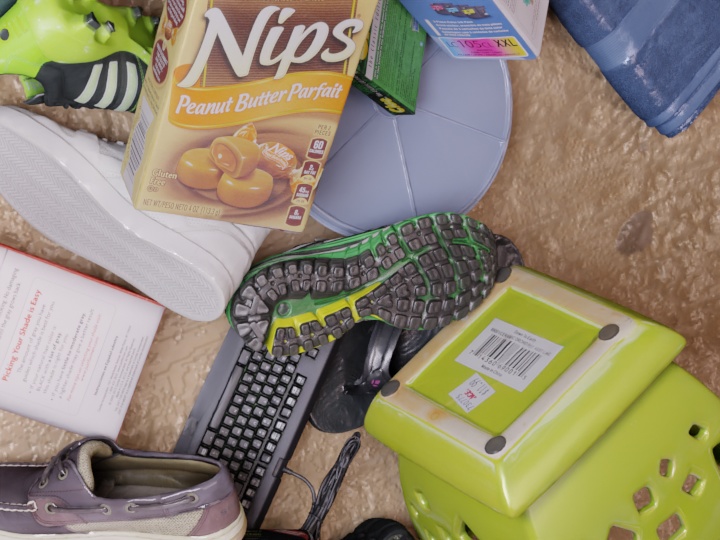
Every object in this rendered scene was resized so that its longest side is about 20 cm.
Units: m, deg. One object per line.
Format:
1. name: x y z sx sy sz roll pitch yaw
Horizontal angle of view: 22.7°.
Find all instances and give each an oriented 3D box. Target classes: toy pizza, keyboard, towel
1. toy pizza: 0.015 -0.119 1.259 0.199 0.032 0.202 0 90 -24
2. keyboard: -0.064 0.133 1.242 0.126 0.021 0.201 24 87 -2
3. towel: 0.200 -0.202 1.327 0.112 0.048 0.200 -48 112 -12

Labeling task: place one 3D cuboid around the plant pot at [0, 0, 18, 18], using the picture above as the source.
1. plant pot: -0.226 -0.249 1.065 0.200 0.200 0.196 42 87 -22

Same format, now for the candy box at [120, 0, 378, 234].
1. candy box: -0.065 -0.127 1.096 0.115 0.055 0.201 7 118 -24

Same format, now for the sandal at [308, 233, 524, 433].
1. sandal: 0.040 0.041 1.284 0.200 0.048 0.076 -39 109 -15

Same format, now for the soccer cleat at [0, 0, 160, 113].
1. soccer cleat: -0.169 -0.130 1.128 0.081 0.200 0.068 -29 72 14

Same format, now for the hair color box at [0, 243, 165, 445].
1. hair color box: -0.238 0.033 1.153 0.199 0.061 0.102 22 87 -26

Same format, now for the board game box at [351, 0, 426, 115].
1. board game box: 0.021 -0.216 1.201 0.105 0.023 0.201 31 65 -61

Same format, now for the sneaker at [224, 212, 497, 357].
1. sneaker: 0.000 0.000 1.221 0.199 0.085 0.079 -10 106 -17

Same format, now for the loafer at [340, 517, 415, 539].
1. loafer: -0.034 0.258 1.265 0.200 0.068 0.071 -37 110 -15

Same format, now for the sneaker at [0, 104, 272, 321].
1. sneaker: -0.150 -0.063 1.184 0.200 0.074 0.116 36 49 -3

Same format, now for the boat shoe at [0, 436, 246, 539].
1. boat shoe: -0.171 0.138 1.148 0.199 0.072 0.065 5 120 12

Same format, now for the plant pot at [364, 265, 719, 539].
1. plant pot: 0.134 0.119 1.233 0.199 0.200 0.182 -43 124 -16

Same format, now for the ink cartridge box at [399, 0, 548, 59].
1. ink cartridge box: 0.061 -0.243 1.172 0.200 0.076 0.137 41 56 -57

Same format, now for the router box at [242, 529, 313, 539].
1. router box: -0.129 0.249 1.183 0.199 0.062 0.151 1 91 0
